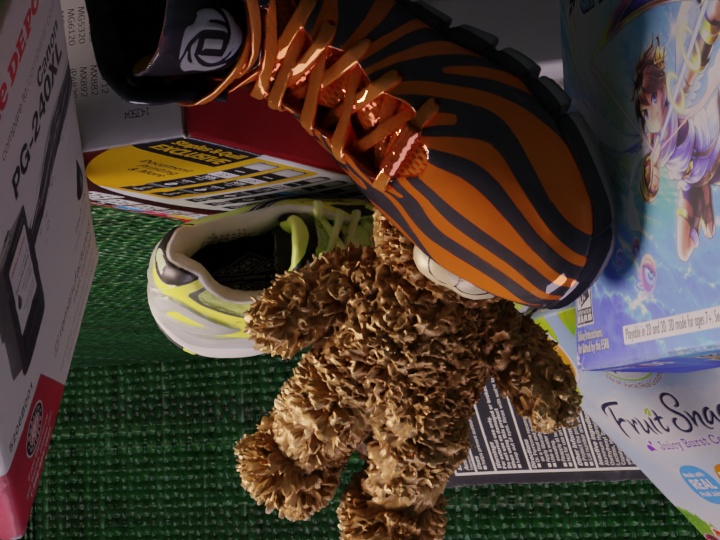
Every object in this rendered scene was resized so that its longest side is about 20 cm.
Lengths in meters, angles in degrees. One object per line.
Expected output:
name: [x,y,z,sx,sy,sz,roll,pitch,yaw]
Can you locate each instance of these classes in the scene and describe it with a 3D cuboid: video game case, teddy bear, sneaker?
video game case: [0.112,-0.067,0.579,0.045,0.182,0.200,1,173,-15]
teddy bear: [0.019,0.039,0.859,0.200,0.145,0.067,-47,177,22]
sneaker: [-0.016,-0.056,0.621,0.112,0.200,0.078,-14,142,-52]
sneaker: [0.000,0.000,0.917,0.199,0.076,0.076,-11,163,-2]

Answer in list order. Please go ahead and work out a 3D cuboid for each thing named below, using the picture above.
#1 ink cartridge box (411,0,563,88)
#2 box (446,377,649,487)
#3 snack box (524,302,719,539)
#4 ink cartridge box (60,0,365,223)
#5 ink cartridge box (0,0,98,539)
ink cartridge box: [0.092,-0.097,0.827,0.115,0.068,0.200,-5,173,29]
box: [0.132,0.025,1.276,0.198,0.201,0.123,-8,-168,45]
snack box: [0.183,0.065,0.911,0.068,0.200,0.169,-46,-172,-21]
ink cartridge box: [-0.060,-0.079,0.875,0.175,0.084,0.200,-7,173,28]
ink cartridge box: [-0.156,-0.018,0.718,0.083,0.146,0.200,6,141,4]
